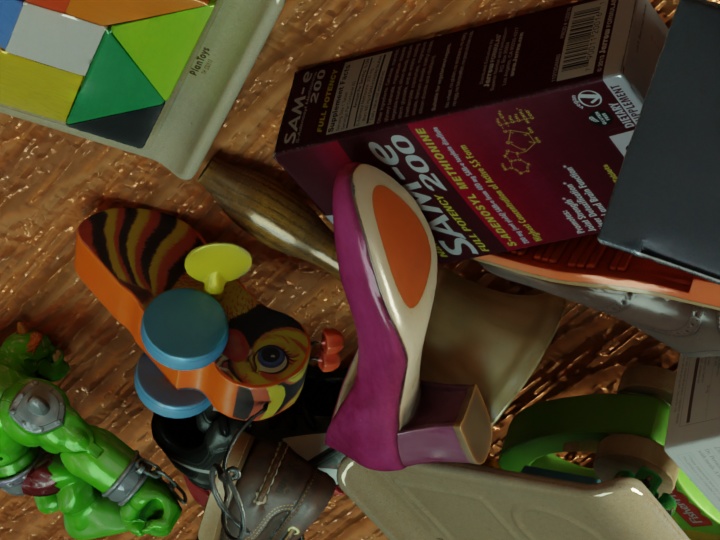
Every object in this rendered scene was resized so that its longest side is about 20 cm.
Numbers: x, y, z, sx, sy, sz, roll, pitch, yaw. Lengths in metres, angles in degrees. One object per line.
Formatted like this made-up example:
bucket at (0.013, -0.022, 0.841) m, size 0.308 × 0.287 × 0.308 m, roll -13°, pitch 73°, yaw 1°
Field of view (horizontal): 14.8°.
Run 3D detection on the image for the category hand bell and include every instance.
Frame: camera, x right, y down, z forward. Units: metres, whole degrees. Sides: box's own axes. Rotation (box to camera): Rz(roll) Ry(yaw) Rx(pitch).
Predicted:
hand bell at (0.000, 0.000, 1.493) m, size 0.200 × 0.104 × 0.104 m, roll 35°, pitch 141°, yaw -6°

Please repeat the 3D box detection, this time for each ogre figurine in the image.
ogre figurine at (-0.197, 0.101, 1.653) m, size 0.120 × 0.098 × 0.200 m, roll 52°, pitch 174°, yaw -34°

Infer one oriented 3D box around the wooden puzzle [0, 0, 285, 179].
wooden puzzle at (-0.154, -0.125, 1.393) m, size 0.200 × 0.037 × 0.185 m, roll 21°, pitch 144°, yaw -9°

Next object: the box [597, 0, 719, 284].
box at (0.242, -0.025, 1.213) m, size 0.197 × 0.118 × 0.200 m, roll 20°, pitch -176°, yaw 29°

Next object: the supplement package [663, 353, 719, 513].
supplement package at (0.276, 0.061, 1.437) m, size 0.200 × 0.114 × 0.110 m, roll -15°, pitch 134°, yaw 34°

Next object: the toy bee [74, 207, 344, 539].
toy bee at (-0.071, 0.044, 1.516) m, size 0.109 × 0.200 × 0.131 m, roll -20°, pitch 172°, yaw -23°

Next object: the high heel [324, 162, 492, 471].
high heel at (-0.005, 0.028, 1.413) m, size 0.096 × 0.067 × 0.200 m, roll 0°, pitch 128°, yaw 27°

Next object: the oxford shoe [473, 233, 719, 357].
oxford shoe at (0.144, 0.011, 1.420) m, size 0.200 × 0.071 × 0.073 m, roll 13°, pitch 135°, yaw 30°

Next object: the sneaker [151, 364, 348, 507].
sneaker at (-0.039, 0.086, 1.610) m, size 0.200 × 0.071 × 0.098 m, roll -13°, pitch 139°, yaw 34°

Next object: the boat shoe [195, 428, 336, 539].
boat shoe at (-0.064, 0.164, 1.608) m, size 0.070 × 0.070 × 0.200 m, roll 21°, pitch 148°, yaw -2°

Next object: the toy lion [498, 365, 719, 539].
toy lion at (0.150, 0.142, 1.642) m, size 0.192 × 0.069 × 0.200 m, roll -9°, pitch 139°, yaw 40°

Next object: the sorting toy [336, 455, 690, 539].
sorting toy at (0.109, 0.155, 1.533) m, size 0.200 × 0.036 × 0.185 m, roll 1°, pitch 144°, yaw 41°

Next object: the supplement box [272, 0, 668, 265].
supplement box at (0.070, -0.065, 1.380) m, size 0.200 × 0.061 × 0.109 m, roll -12°, pitch 137°, yaw 32°

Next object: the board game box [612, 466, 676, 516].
board game box at (0.148, 0.184, 1.611) m, size 0.200 × 0.026 × 0.200 m, roll -3°, pitch 133°, yaw 51°
